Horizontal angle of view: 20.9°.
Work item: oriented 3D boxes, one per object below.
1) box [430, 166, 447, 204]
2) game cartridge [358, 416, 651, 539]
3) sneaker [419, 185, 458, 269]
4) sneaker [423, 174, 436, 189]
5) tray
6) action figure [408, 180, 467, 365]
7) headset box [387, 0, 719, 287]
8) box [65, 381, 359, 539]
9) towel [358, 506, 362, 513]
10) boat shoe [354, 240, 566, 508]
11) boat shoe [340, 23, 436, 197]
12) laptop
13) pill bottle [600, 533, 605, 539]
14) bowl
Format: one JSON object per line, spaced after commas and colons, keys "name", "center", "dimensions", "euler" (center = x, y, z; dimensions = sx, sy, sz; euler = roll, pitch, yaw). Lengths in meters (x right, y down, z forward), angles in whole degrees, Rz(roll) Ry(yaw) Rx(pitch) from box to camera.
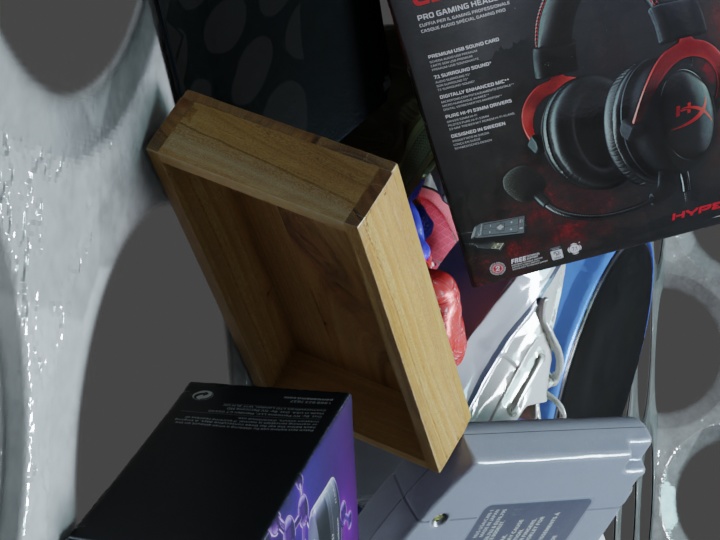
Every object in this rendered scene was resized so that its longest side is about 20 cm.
{"name": "box", "center": [0.091, -0.121, 1.074], "dimensions": [0.156, 0.041, 0.200], "euler": [-52, -161, 13]}
{"name": "game cartridge", "center": [0.048, 0.148, 0.976], "dimensions": [0.200, 0.133, 0.042], "euler": [-62, -142, 35]}
{"name": "sneaker", "center": [0.025, 0.038, 1.068], "dimensions": [0.087, 0.074, 0.201], "euler": [36, 51, -54]}
{"name": "sneaker", "center": [0.090, -0.013, 1.260], "dimensions": [0.075, 0.099, 0.200], "euler": [-49, 140, -56]}
{"name": "tray", "center": [-0.016, 0.009, 0.829], "dimensions": [0.037, 0.098, 0.200], "euler": [-57, 153, -24]}
{"name": "action figure", "center": [0.000, 0.000, 1.004], "dimensions": [0.200, 0.099, 0.065], "euler": [-106, -176, -55]}
{"name": "headset box", "center": [0.095, -0.107, 0.897], "dimensions": [0.075, 0.148, 0.200], "euler": [-96, 171, -56]}
{"name": "box", "center": [-0.050, 0.165, 0.782], "dimensions": [0.141, 0.079, 0.200], "euler": [-52, 142, -63]}
{"name": "towel", "center": [0.030, 0.177, 1.209], "dimensions": [0.200, 0.024, 0.147], "euler": [77, 20, -46]}
{"name": "boat shoe", "center": [0.072, 0.055, 1.020], "dimensions": [0.086, 0.075, 0.202], "euler": [42, 65, -32]}
{"name": "boat shoe", "center": [0.008, -0.066, 0.995], "dimensions": [0.201, 0.073, 0.063], "euler": [-65, 168, -55]}
{"name": "laptop", "center": [-0.049, -0.151, 0.865], "dimensions": [0.200, 0.103, 0.177], "euler": [-110, -172, -47]}
{"name": "pill bottle", "center": [0.106, 0.266, 1.348], "dimensions": [0.113, 0.112, 0.200], "euler": [67, 29, -60]}
{"name": "bowl", "center": [0.134, 0.059, 1.212], "dimensions": [0.201, 0.039, 0.201], "euler": [-51, 150, -45]}
